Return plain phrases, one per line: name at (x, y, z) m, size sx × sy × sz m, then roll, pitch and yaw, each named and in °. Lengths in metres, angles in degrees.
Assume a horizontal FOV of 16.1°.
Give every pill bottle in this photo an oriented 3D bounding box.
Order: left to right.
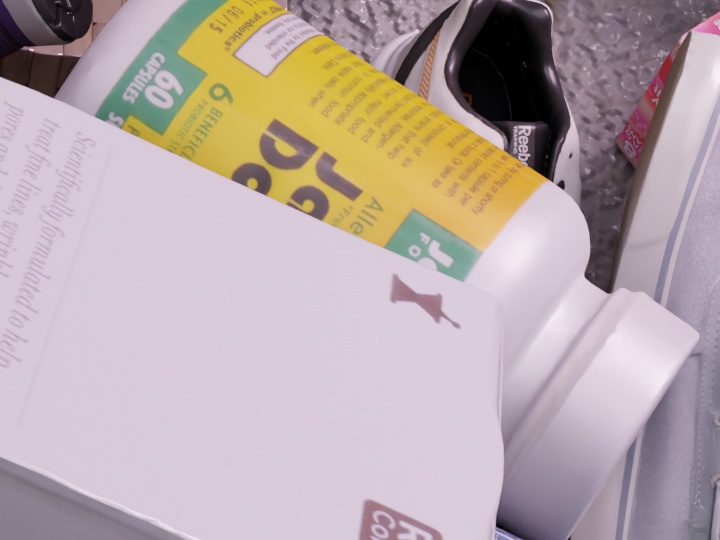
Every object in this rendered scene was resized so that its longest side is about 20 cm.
pill bottle at (0.000, 0.000, 0.796) m, size 0.200 × 0.113 × 0.113 m, roll 34°, pitch 70°, yaw 8°

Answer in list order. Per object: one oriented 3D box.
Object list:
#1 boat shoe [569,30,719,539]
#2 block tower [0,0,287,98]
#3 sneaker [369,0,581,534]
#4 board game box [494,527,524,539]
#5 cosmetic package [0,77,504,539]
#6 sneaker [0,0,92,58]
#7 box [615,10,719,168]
boat shoe at (0.117, 0.021, 0.855) m, size 0.071 × 0.070 × 0.201 m, roll 10°, pitch 107°, yaw 4°
block tower at (-0.126, -0.077, 0.883) m, size 0.200 × 0.054 × 0.058 m, roll 5°, pitch 50°, yaw -13°
sneaker at (0.041, -0.006, 0.876) m, size 0.074 × 0.080 × 0.200 m, roll 2°, pitch 67°, yaw -25°
board game box at (0.005, 0.176, 0.781) m, size 0.062 × 0.200 × 0.200 m, roll 22°, pitch 83°, yaw -2°
cosmetic package at (-0.077, 0.091, 0.681) m, size 0.165 × 0.200 × 0.165 m, roll 23°, pitch 30°, yaw -9°
sneaker at (-0.146, -0.151, 0.845) m, size 0.087 × 0.076 × 0.200 m, roll -16°, pitch 53°, yaw 13°
box at (0.193, -0.009, 0.901) m, size 0.095 × 0.103 × 0.200 m, roll -33°, pitch 80°, yaw -16°
